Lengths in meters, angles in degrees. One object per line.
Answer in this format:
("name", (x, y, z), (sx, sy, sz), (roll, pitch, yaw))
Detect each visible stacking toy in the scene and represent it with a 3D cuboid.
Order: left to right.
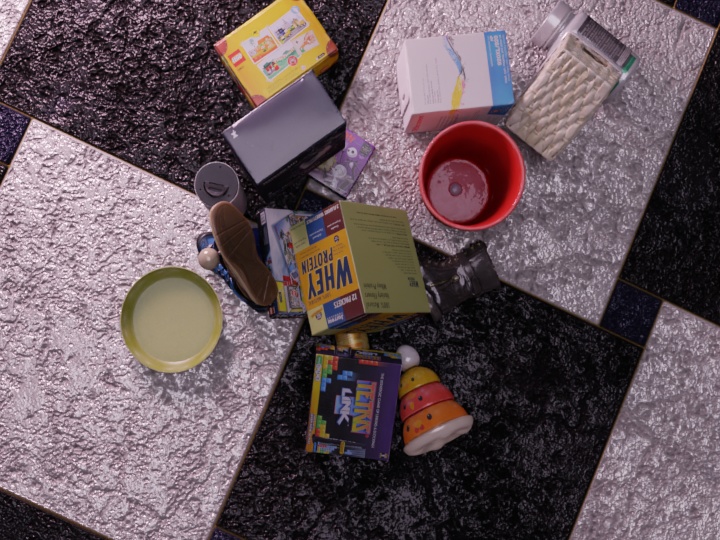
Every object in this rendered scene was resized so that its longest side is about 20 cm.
("stacking toy", (0.114, 0.238, 1.537), (0.144, 0.147, 0.202), (-24, 69, -4))

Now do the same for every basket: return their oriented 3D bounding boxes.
("basket", (0.382, -0.325, 1.527), (0.135, 0.124, 0.201), (37, 124, 0))

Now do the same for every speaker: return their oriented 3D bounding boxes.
("speaker", (-0.256, -0.141, 1.489), (0.079, 0.200, 0.083), (0, 86, -3))

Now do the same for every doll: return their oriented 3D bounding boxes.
("doll", (-0.212, -0.035, 1.502), (0.198, 0.048, 0.138), (-12, 71, -40))

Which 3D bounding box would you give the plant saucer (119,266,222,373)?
("plant saucer", (-0.363, 0.095, 1.553), (0.196, 0.031, 0.204), (0, 86, -4))

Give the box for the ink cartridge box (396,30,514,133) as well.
("ink cartridge box", (0.177, -0.361, 1.553), (0.196, 0.147, 0.148), (-6, 86, -4))

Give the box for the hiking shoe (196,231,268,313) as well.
("hiking shoe", (-0.237, -0.003, 1.538), (0.200, 0.087, 0.075), (43, 85, 1))

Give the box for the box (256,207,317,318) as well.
("box", (-0.118, -0.012, 1.510), (0.135, 0.037, 0.204), (2, 72, -38))

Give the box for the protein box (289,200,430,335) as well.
("protein box", (0.000, 0.000, 1.463), (0.134, 0.197, 0.204), (-24, 73, 37))

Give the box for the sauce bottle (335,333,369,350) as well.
("sauce bottle", (-0.029, 0.074, 1.555), (0.065, 0.066, 0.204), (-13, 86, -4))

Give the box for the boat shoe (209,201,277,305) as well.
("boat shoe", (-0.218, -0.027, 1.416), (0.072, 0.071, 0.202), (-42, 116, -29))

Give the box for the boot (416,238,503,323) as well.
("boot", (0.170, -0.012, 1.577), (0.172, 0.069, 0.202), (-31, 92, -10))

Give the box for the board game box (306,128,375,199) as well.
("board game box", (-0.083, -0.245, 1.593), (0.198, 0.032, 0.121), (31, 81, 0))

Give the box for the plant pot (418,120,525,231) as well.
("plant pot", (0.196, -0.165, 1.525), (0.196, 0.177, 0.205), (0, 87, -3))

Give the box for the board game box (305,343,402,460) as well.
("board game box", (-0.014, 0.249, 1.515), (0.162, 0.057, 0.204), (6, 107, -1))

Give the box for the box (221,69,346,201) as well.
("box", (-0.134, -0.239, 1.477), (0.195, 0.200, 0.118), (-35, 88, -4))

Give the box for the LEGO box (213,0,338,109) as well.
("LEGO box", (-0.162, -0.425, 1.575), (0.199, 0.077, 0.150), (-35, 88, -4))

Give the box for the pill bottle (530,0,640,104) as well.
("pill bottle", (0.442, -0.433, 1.588), (0.199, 0.113, 0.114), (39, 85, 0))
